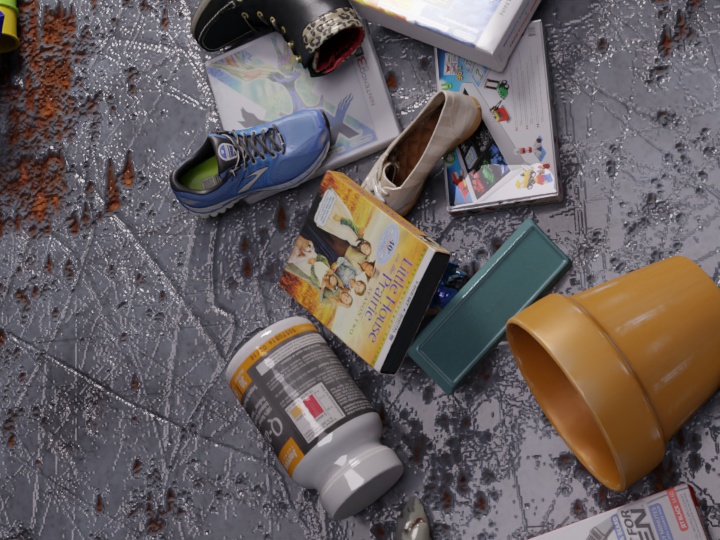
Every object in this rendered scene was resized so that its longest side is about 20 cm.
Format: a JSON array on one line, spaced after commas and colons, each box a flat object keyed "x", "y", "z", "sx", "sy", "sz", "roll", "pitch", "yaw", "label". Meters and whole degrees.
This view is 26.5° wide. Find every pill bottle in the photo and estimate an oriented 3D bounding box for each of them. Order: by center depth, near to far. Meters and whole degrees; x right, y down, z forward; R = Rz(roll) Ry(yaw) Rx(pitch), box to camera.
[{"x": -0.048, "y": 0.158, "z": 1.634, "sx": 0.116, "sy": 0.116, "sz": 0.201, "roll": -39, "pitch": 70, "yaw": 6, "label": "pill bottle"}]

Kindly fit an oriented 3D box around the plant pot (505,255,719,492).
[{"x": 0.273, "y": 0.085, "z": 1.519, "sx": 0.182, "sy": 0.200, "sz": 0.201, "roll": -33, "pitch": 70, "yaw": -8, "label": "plant pot"}]

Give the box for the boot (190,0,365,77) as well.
[{"x": -0.094, "y": -0.277, "z": 1.732, "sx": 0.203, "sy": 0.073, "sz": 0.155, "roll": -35, "pitch": 61, "yaw": 19, "label": "boot"}]

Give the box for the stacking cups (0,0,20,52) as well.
[{"x": -0.457, "y": -0.375, "z": 1.910, "sx": 0.060, "sy": 0.060, "sz": 0.202, "roll": -10, "pitch": 73, "yaw": 15, "label": "stacking cups"}]

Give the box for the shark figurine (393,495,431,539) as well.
[{"x": 0.004, "y": 0.346, "z": 1.587, "sx": 0.089, "sy": 0.214, "sz": 0.129, "roll": -14, "pitch": 106, "yaw": 52, "label": "shark figurine"}]

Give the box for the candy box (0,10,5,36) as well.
[{"x": -0.530, "y": -0.294, "z": 1.861, "sx": 0.200, "sy": 0.077, "sz": 0.170, "roll": 44, "pitch": 134, "yaw": 22, "label": "candy box"}]

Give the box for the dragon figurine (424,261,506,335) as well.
[{"x": 0.083, "y": 0.017, "z": 1.652, "sx": 0.198, "sy": 0.059, "sz": 0.101, "roll": 6, "pitch": 81, "yaw": 20, "label": "dragon figurine"}]

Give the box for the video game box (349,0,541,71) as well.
[{"x": 0.114, "y": -0.337, "z": 1.704, "sx": 0.199, "sy": 0.047, "sz": 0.183, "roll": 25, "pitch": 77, "yaw": 27, "label": "video game box"}]

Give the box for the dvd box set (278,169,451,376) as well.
[{"x": 0.000, "y": 0.000, "z": 1.640, "sx": 0.200, "sy": 0.029, "sz": 0.147, "roll": 39, "pitch": 111, "yaw": 43, "label": "dvd box set"}]

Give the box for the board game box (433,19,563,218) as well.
[{"x": 0.150, "y": -0.166, "z": 1.683, "sx": 0.125, "sy": 0.035, "sz": 0.202, "roll": -8, "pitch": 76, "yaw": 17, "label": "board game box"}]

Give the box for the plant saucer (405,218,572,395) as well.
[{"x": 0.138, "y": 0.037, "z": 1.614, "sx": 0.070, "sy": 0.019, "sz": 0.200, "roll": 44, "pitch": 79, "yaw": -2, "label": "plant saucer"}]

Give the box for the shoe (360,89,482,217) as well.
[{"x": 0.049, "y": -0.121, "z": 1.674, "sx": 0.200, "sy": 0.053, "sz": 0.070, "roll": -48, "pitch": 57, "yaw": 21, "label": "shoe"}]

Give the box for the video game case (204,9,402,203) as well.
[{"x": -0.067, "y": -0.196, "z": 1.765, "sx": 0.198, "sy": 0.022, "sz": 0.184, "roll": -22, "pitch": 73, "yaw": 12, "label": "video game case"}]

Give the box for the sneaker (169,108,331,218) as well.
[{"x": -0.124, "y": -0.123, "z": 1.708, "sx": 0.199, "sy": 0.089, "sz": 0.079, "roll": -27, "pitch": 73, "yaw": 10, "label": "sneaker"}]

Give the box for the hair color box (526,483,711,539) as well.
[{"x": 0.256, "y": 0.299, "z": 1.536, "sx": 0.198, "sy": 0.064, "sz": 0.112, "roll": -23, "pitch": 73, "yaw": 13, "label": "hair color box"}]
